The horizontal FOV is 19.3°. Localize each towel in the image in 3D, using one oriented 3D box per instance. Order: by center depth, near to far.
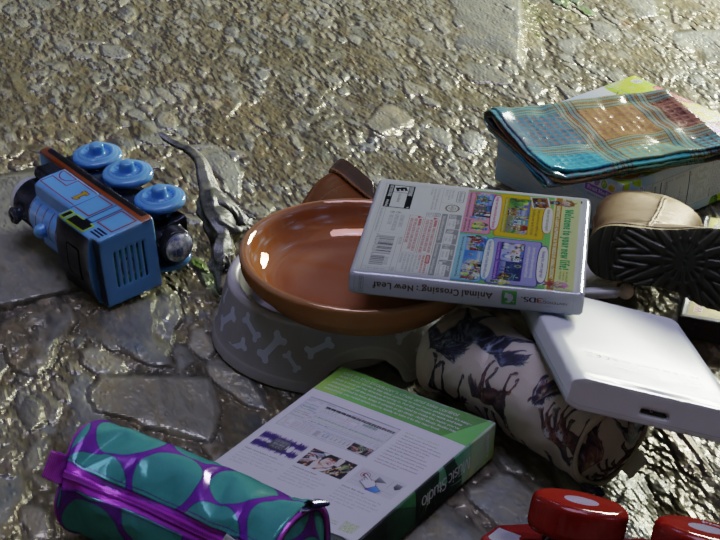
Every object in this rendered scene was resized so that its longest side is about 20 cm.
[{"bbox_3d":[0.232,-0.129,1.992,0.198,0.022,0.147,-10,32,-20],"label":"towel"}]

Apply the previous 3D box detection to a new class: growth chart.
[{"bbox_3d":[0.151,0.000,1.829,0.143,0.018,0.200,-1,12,-9],"label":"growth chart"}]

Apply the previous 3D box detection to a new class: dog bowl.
[{"bbox_3d":[-0.025,0.029,1.771,0.198,0.059,0.200,2,27,-1],"label":"dog bowl"}]

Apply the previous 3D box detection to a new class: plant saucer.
[{"bbox_3d":[0.000,0.000,1.726,0.198,0.038,0.201,1,28,-1],"label":"plant saucer"}]

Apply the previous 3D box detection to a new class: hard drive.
[{"bbox_3d":[0.199,0.068,1.596,0.131,0.026,0.200,14,16,-10],"label":"hard drive"}]

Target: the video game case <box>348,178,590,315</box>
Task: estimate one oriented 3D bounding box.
[{"bbox_3d":[0.092,-0.021,1.703,0.180,0.022,0.200,6,24,5],"label":"video game case"}]

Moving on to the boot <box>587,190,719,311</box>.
[{"bbox_3d":[0.280,-0.025,1.827,0.174,0.067,0.200,15,12,9],"label":"boot"}]

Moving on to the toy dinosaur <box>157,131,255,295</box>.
[{"bbox_3d":[-0.120,-0.049,1.890,0.088,0.047,0.201,32,23,-41],"label":"toy dinosaur"}]

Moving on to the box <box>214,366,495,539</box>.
[{"bbox_3d":[-0.009,0.146,1.577,0.144,0.037,0.200,19,33,28],"label":"box"}]

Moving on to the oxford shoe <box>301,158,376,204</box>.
[{"bbox_3d":[0.018,-0.023,1.889,0.071,0.072,0.200,-41,45,-12],"label":"oxford shoe"}]

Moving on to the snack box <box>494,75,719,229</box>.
[{"bbox_3d":[0.258,-0.112,2.054,0.199,0.068,0.168,-23,37,-36],"label":"snack box"}]

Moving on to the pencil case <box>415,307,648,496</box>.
[{"bbox_3d":[0.130,0.097,1.637,0.078,0.090,0.199,-43,45,-17],"label":"pencil case"}]

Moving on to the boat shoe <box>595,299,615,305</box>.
[{"bbox_3d":[0.201,0.062,1.729,0.066,0.057,0.200,2,28,0],"label":"boat shoe"}]

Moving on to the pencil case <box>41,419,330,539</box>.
[{"bbox_3d":[-0.116,0.170,1.464,0.199,0.086,0.092,17,2,27],"label":"pencil case"}]

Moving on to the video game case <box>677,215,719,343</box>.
[{"bbox_3d":[0.379,0.017,1.866,0.179,0.026,0.200,9,29,11],"label":"video game case"}]

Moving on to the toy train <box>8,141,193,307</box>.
[{"bbox_3d":[-0.231,-0.047,1.873,0.114,0.087,0.200,-23,37,-30],"label":"toy train"}]

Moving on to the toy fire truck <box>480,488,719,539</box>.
[{"bbox_3d":[0.184,0.209,1.419,0.198,0.113,0.168,12,5,17],"label":"toy fire truck"}]
